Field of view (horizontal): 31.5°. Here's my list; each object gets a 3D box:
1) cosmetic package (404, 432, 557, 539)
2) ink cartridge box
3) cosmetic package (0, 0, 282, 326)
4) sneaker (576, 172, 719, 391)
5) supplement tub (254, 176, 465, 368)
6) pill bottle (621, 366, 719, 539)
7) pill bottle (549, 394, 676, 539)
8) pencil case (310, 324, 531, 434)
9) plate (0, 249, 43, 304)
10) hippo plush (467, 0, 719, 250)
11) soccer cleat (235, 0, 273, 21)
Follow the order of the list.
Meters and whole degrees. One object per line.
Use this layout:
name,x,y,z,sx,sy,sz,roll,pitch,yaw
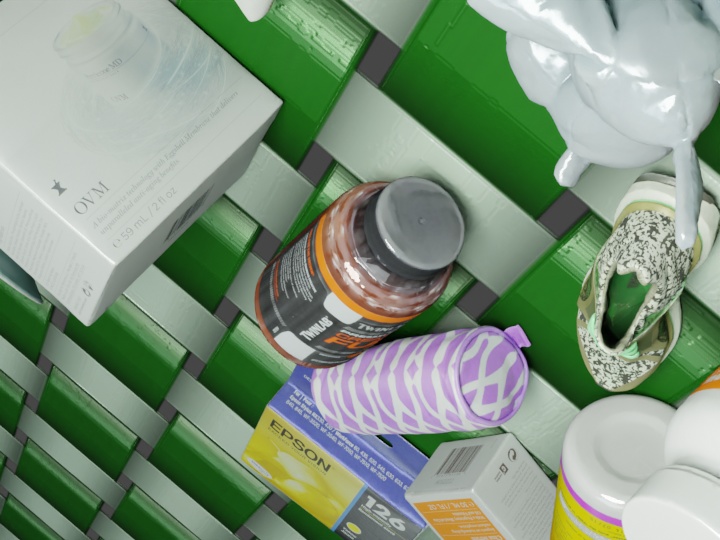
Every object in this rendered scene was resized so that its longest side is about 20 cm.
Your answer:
cosmetic package,0.144,0.243,1.135,0.200,0.071,0.101,50,146,-14
ink cartridge box,-0.017,0.201,1.277,0.198,0.047,0.200,38,150,7
cosmetic package,-0.205,-0.108,0.961,0.200,0.199,0.123,40,148,0
sneaker,0.169,0.027,0.838,0.077,0.089,0.200,28,145,20
supplement tub,0.000,0.000,0.964,0.107,0.107,0.200,44,148,-5
pill bottle,0.223,0.080,0.622,0.113,0.200,0.113,40,154,24
pill bottle,0.201,0.192,0.986,0.104,0.104,0.200,25,144,23
pencil case,0.045,0.091,1.044,0.200,0.085,0.084,-7,120,50
plate,-0.331,-0.043,1.029,0.200,0.026,0.200,37,171,7
hippo plush,0.155,-0.123,0.666,0.200,0.159,0.161,52,180,10
soccer cleat,-0.138,-0.236,0.868,0.200,0.069,0.085,26,141,14
